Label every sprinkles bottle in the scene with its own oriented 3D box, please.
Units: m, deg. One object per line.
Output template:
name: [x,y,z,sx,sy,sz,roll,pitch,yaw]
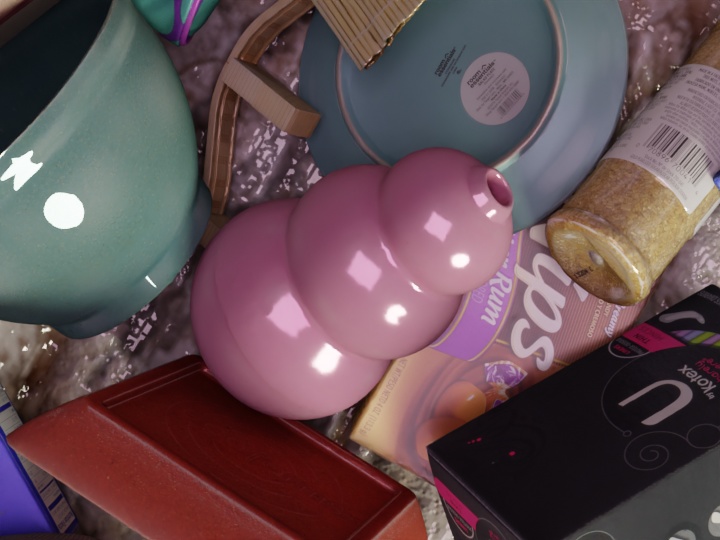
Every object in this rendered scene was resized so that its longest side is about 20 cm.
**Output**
sprinkles bottle: [0.184,-0.072,0.902,0.068,0.068,0.200,43,70,-2]

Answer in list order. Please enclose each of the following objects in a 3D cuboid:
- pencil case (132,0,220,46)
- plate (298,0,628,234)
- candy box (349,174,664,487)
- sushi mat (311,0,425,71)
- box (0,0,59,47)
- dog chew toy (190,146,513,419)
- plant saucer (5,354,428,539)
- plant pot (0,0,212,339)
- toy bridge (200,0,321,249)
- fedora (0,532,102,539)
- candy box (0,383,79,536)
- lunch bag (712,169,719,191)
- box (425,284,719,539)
pencil case: [-0.156,-0.218,0.926,0.199,0.092,0.085,37,69,-3]
plate: [0.052,-0.115,0.925,0.198,0.026,0.202,-3,82,21]
candy box: [0.090,0.035,0.955,0.116,0.056,0.201,29,95,0]
sushi mat: [-0.019,-0.213,0.905,0.096,0.012,0.201,-46,63,27]
box: [-0.191,-0.200,0.835,0.199,0.109,0.128,-35,95,14]
dog chew toy: [0.000,0.000,0.888,0.199,0.124,0.125,-31,93,33]
plant saucer: [-0.060,0.110,0.874,0.199,0.200,0.037,31,102,11]
plant pot: [-0.166,-0.048,0.904,0.200,0.201,0.134,-41,119,4]
toy bridge: [-0.053,-0.101,0.948,0.067,0.027,0.201,40,109,32]
fedora: [-0.202,0.231,0.913,0.198,0.091,0.178,-5,135,-25]
candy box: [-0.286,0.113,0.961,0.168,0.077,0.201,-29,92,2]
lunch bag: [0.312,-0.040,0.893,0.170,0.127,0.200,-49,123,-9]
box: [0.156,0.113,0.884,0.199,0.122,0.107,-28,121,-16]
